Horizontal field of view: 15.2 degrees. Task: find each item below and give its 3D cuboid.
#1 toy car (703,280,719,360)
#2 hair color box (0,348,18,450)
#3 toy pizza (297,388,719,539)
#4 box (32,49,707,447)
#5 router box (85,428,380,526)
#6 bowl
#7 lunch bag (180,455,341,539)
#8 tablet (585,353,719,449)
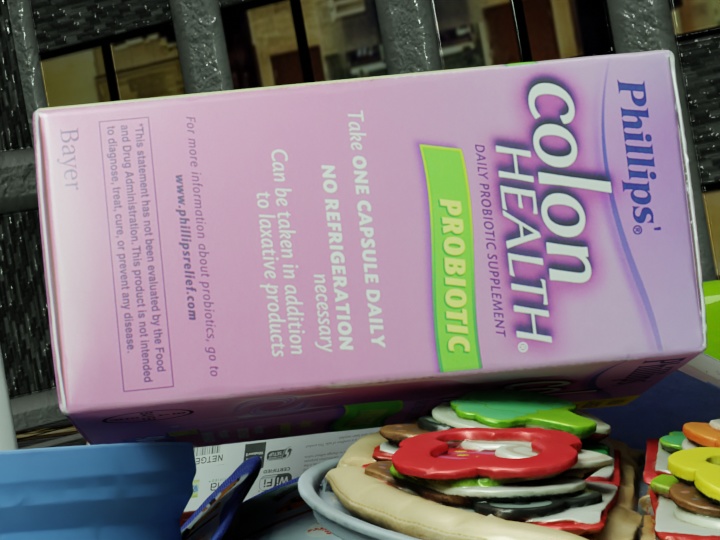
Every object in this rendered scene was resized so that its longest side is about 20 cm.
[{"bbox_3d":[0.230,0.093,1.306,0.163,0.159,0.200,-7,-28,-5],"label":"toy car"},{"bbox_3d":[-0.177,0.116,1.017,0.100,0.201,0.060,-10,2,-28],"label":"hair color box"},{"bbox_3d":[0.081,0.061,0.783,0.199,0.032,0.200,4,6,0],"label":"toy pizza"},{"bbox_3d":[0.000,0.000,0.895,0.199,0.097,0.176,-6,-8,-3],"label":"box"},{"bbox_3d":[0.006,0.113,1.186,0.199,0.049,0.179,-10,-31,27],"label":"router box"},{"bbox_3d":[-0.151,0.082,0.863,0.199,0.040,0.201,-5,-5,0],"label":"bowl"},{"bbox_3d":[-0.009,0.127,0.929,0.199,0.125,0.170,-16,6,4],"label":"lunch bag"},{"bbox_3d":[0.074,0.067,1.154,0.130,0.014,0.200,24,-32,-32],"label":"tablet"}]
